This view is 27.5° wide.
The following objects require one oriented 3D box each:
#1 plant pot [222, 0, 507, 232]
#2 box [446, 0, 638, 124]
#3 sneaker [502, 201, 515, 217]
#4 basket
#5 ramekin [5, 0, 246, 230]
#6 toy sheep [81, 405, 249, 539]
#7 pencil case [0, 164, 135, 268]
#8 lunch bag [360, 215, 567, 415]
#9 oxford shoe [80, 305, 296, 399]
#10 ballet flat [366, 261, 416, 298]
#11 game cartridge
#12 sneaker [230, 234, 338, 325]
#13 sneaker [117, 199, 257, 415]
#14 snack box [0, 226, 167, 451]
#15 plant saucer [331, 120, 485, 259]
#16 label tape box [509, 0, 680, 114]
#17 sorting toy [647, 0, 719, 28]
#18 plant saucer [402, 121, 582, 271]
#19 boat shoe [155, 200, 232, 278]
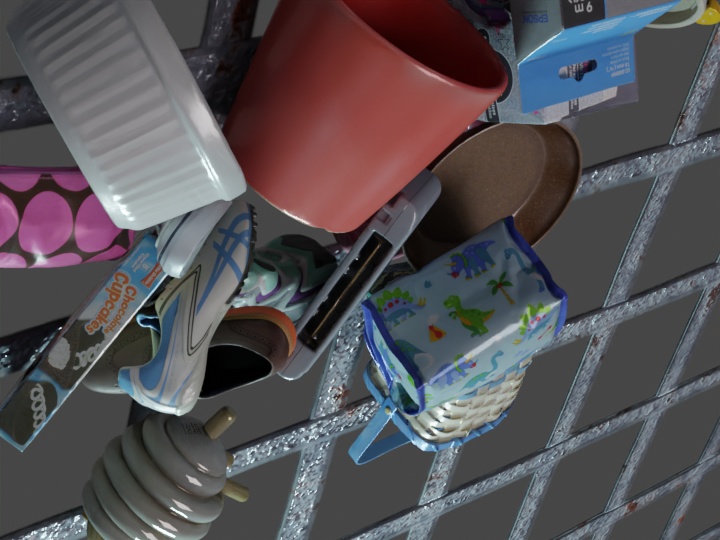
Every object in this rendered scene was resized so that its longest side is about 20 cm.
[{"bbox_3d":[-0.010,-0.142,1.194,0.200,0.201,0.178,4,132,-51],"label":"plant pot"},{"bbox_3d":[0.154,-0.235,1.266,0.132,0.114,0.201,-17,107,-39],"label":"box"},{"bbox_3d":[0.158,-0.114,1.503,0.088,0.074,0.201,-25,141,-28],"label":"sneaker"},{"bbox_3d":[0.087,0.129,1.616,0.176,0.139,0.201,-20,148,-41],"label":"basket"},{"bbox_3d":[-0.166,-0.120,1.021,0.094,0.203,0.203,-29,145,-5],"label":"ramekin"},{"bbox_3d":[-0.184,0.200,1.381,0.200,0.138,0.138,-49,147,9],"label":"toy sheep"},{"bbox_3d":[-0.256,-0.047,1.086,0.199,0.091,0.094,-6,122,-49],"label":"pencil case"},{"bbox_3d":[0.098,0.057,1.410,0.169,0.128,0.200,-30,158,-6],"label":"lunch bag"},{"bbox_3d":[-0.157,0.076,1.259,0.199,0.073,0.072,-12,112,13],"label":"oxford shoe"},{"bbox_3d":[0.084,0.005,1.551,0.199,0.074,0.075,-12,133,-43],"label":"ballet flat"},{"bbox_3d":[0.000,0.000,1.315,0.200,0.041,0.133,-54,175,22],"label":"game cartridge"},{"bbox_3d":[-0.113,0.041,1.345,0.199,0.078,0.140,1,122,-49],"label":"sneaker"},{"bbox_3d":[-0.136,0.021,1.199,0.072,0.072,0.201,127,-14,-60],"label":"sneaker"},{"bbox_3d":[-0.221,0.048,1.205,0.200,0.037,0.116,-50,-170,2],"label":"snack box"},{"bbox_3d":[0.042,-0.102,1.403,0.200,0.051,0.201,-30,142,-27],"label":"plant saucer"},{"bbox_3d":[0.187,-0.237,1.178,0.144,0.063,0.201,-19,107,-35],"label":"label tape box"},{"bbox_3d":[0.329,-0.360,1.455,0.181,0.106,0.200,-64,149,-11],"label":"sorting toy"},{"bbox_3d":[0.120,-0.075,1.417,0.199,0.037,0.201,-20,139,-18],"label":"plant saucer"},{"bbox_3d":[-0.140,-0.052,1.144,0.074,0.067,0.200,-55,-173,14],"label":"boat shoe"}]
